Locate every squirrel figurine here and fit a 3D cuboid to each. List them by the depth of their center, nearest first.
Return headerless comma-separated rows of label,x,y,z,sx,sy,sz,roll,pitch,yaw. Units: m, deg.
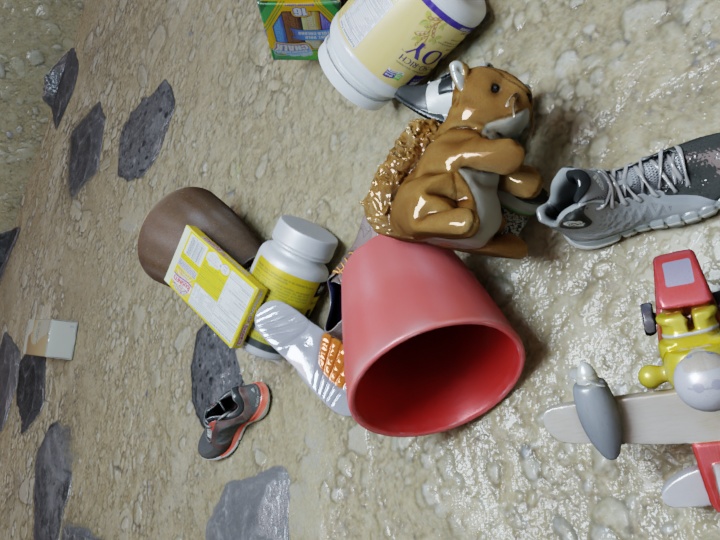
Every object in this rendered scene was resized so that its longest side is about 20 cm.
squirrel figurine,0.092,-0.120,0.718,0.200,0.141,0.187,8,86,44

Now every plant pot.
plant pot,0.064,0.060,0.776,0.200,0.200,0.178,-48,38,29
plant pot,-0.245,-0.022,1.163,0.200,0.187,0.187,29,102,35

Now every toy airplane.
toy airplane,0.275,0.104,0.543,0.199,0.141,0.200,38,96,27

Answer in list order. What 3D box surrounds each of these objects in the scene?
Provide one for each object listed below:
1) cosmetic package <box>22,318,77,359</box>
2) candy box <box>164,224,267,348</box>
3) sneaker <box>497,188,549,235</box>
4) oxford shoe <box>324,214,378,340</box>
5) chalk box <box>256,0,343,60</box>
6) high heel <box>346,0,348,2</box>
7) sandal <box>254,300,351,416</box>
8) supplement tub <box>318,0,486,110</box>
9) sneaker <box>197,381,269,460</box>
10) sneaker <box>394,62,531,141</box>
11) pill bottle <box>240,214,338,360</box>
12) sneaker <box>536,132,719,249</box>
cosmetic package,-0.845,0.185,1.853,0.200,0.071,0.105,-7,75,48
candy box,-0.224,0.021,1.031,0.200,0.026,0.102,37,110,35
sneaker,0.131,-0.094,0.821,0.200,0.077,0.089,47,123,47
oxford shoe,0.000,0.000,0.938,0.071,0.073,0.200,7,85,50
chalk box,-0.084,-0.414,1.077,0.200,0.124,0.125,88,-177,-75
high heel,0.047,-0.442,1.003,0.200,0.067,0.096,-61,32,13
sandal,-0.062,0.120,0.968,0.207,0.059,0.079,42,81,16
supplement tub,0.051,-0.326,0.913,0.200,0.145,0.146,-39,53,36
sneaker,-0.233,0.245,1.130,0.200,0.082,0.077,-49,48,28
sneaker,0.131,-0.218,0.854,0.200,0.074,0.089,29,102,39
pill bottle,-0.117,0.025,1.035,0.114,0.114,0.200,42,112,46
sneaker,0.255,-0.078,0.636,0.200,0.115,0.075,-30,59,41
